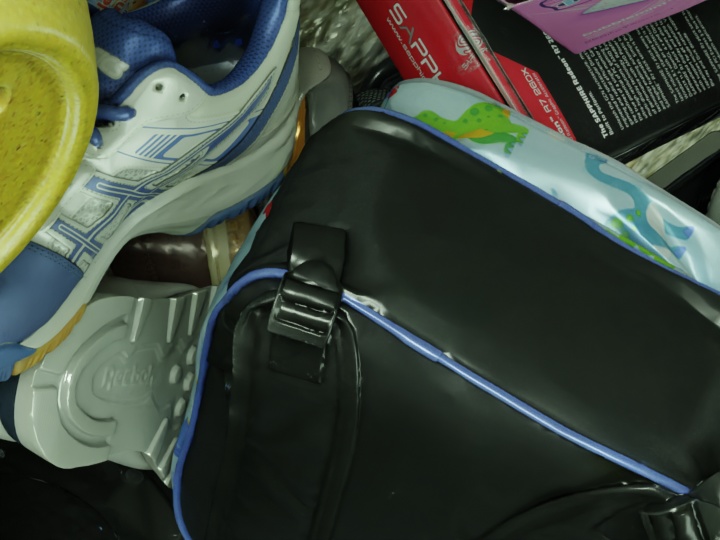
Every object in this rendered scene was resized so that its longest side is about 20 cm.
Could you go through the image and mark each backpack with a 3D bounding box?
[{"bbox_3d":[0.038,0.048,0.803,0.147,0.183,0.200,-60,176,-38],"label":"backpack"}]

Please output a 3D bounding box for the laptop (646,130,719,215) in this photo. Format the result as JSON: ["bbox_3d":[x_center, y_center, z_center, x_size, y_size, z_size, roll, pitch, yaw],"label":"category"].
[{"bbox_3d":[0.140,-0.044,0.984,0.187,0.200,0.116,-34,117,-25],"label":"laptop"}]

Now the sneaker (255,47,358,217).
[{"bbox_3d":[0.000,0.000,0.915,0.077,0.078,0.200,-9,126,-3],"label":"sneaker"}]

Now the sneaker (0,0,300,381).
[{"bbox_3d":[-0.093,-0.038,0.705,0.200,0.075,0.088,-40,153,-41],"label":"sneaker"}]

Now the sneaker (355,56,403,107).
[{"bbox_3d":[0.012,-0.034,0.974,0.200,0.078,0.140,-53,158,-5],"label":"sneaker"}]

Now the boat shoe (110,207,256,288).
[{"bbox_3d":[-0.075,0.031,0.952,0.072,0.072,0.200,-9,154,-7],"label":"boat shoe"}]

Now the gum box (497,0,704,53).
[{"bbox_3d":[0.130,-0.140,0.768,0.200,0.066,0.113,-22,172,14],"label":"gum box"}]

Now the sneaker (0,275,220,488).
[{"bbox_3d":[-0.098,0.029,0.813,0.200,0.080,0.076,32,73,-71],"label":"sneaker"}]

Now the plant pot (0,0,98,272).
[{"bbox_3d":[-0.142,-0.059,0.527,0.200,0.142,0.200,-38,159,-17],"label":"plant pot"}]

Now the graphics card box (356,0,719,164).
[{"bbox_3d":[0.095,-0.107,0.899,0.200,0.125,0.051,-27,173,-40],"label":"graphics card box"}]

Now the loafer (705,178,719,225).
[{"bbox_3d":[0.170,0.023,0.919,0.075,0.070,0.200,-39,153,-17],"label":"loafer"}]

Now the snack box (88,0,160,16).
[{"bbox_3d":[-0.134,-0.038,0.748,0.200,0.024,0.072,-46,159,4],"label":"snack box"}]

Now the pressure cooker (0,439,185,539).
[{"bbox_3d":[-0.151,0.171,0.900,0.179,0.176,0.200,-35,160,-43],"label":"pressure cooker"}]
